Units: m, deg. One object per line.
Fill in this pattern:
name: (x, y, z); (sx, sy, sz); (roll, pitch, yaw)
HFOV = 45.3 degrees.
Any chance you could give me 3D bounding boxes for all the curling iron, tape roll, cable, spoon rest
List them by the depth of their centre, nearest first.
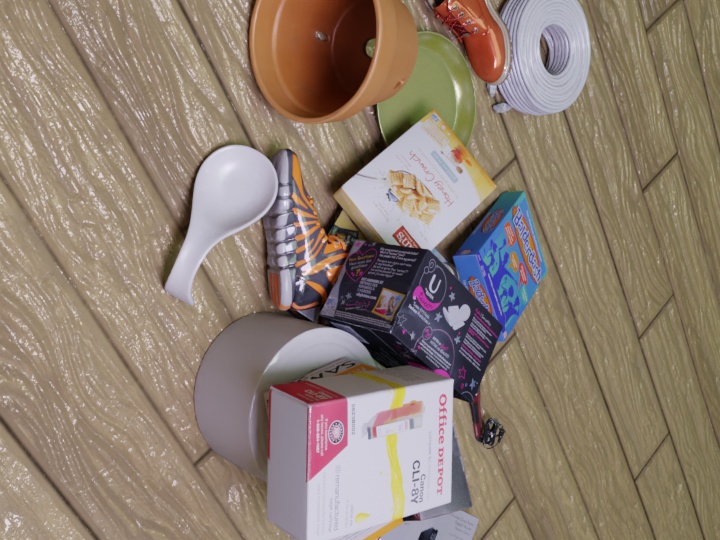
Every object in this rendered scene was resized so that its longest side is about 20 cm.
spoon rest: (-0.170, -0.059, 1.027); (0.098, 0.061, 0.202); (26, 78, 1)
tape roll: (-0.090, 0.162, 1.081); (0.200, 0.138, 0.207); (-6, 99, -38)
cable: (0.289, -0.351, 1.373); (0.198, 0.069, 0.204); (-7, 100, -39)
curling iron: (0.193, 0.193, 1.389); (0.049, 0.026, 0.203); (-14, 104, 1)

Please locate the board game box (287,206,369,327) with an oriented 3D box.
board game box: (0.000, 0.000, 1.167); (0.135, 0.035, 0.202); (34, 73, -10)

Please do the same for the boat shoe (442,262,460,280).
boat shoe: (0.126, 0.083, 1.234); (0.062, 0.071, 0.204); (-14, 109, -40)

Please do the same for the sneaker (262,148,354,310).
sneaker: (-0.063, -0.053, 1.099); (0.110, 0.077, 0.204); (-5, 99, -24)

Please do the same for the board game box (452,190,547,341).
board game box: (0.223, -0.009, 1.347); (0.200, 0.044, 0.154); (-48, 125, -44)

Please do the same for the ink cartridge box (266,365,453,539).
ink cartridge box: (0.004, 0.189, 0.923); (0.197, 0.083, 0.148); (-4, 98, -38)

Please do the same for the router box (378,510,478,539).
router box: (0.075, 0.429, 1.311); (0.199, 0.048, 0.182); (33, 75, -37)

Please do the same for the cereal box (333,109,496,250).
cereal box: (0.077, -0.108, 1.173); (0.144, 0.039, 0.200); (49, 62, -4)

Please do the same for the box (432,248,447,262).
box: (0.089, 0.036, 1.273); (0.200, 0.047, 0.123); (42, 70, -34)

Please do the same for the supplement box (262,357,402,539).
supplement box: (-0.029, 0.220, 1.001); (0.125, 0.073, 0.204); (-18, 107, -36)

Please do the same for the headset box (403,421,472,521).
headset box: (0.069, 0.242, 1.118); (0.076, 0.200, 0.151); (-10, 77, -16)

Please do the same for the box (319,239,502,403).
box: (0.068, 0.062, 1.087); (0.200, 0.131, 0.116); (43, 68, -41)

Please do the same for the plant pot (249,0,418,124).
plant pot: (-0.020, -0.280, 1.062); (0.139, 0.197, 0.204); (-8, 102, -55)

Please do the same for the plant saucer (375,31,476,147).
plant saucer: (0.090, -0.240, 1.248); (0.198, 0.031, 0.204); (-6, 99, -40)

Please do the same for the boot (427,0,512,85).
boot: (0.149, -0.358, 1.243); (0.106, 0.074, 0.203); (-26, 97, -40)

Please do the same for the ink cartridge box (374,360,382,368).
ink cartridge box: (0.009, 0.255, 1.228); (0.173, 0.044, 0.200); (44, 65, -1)
